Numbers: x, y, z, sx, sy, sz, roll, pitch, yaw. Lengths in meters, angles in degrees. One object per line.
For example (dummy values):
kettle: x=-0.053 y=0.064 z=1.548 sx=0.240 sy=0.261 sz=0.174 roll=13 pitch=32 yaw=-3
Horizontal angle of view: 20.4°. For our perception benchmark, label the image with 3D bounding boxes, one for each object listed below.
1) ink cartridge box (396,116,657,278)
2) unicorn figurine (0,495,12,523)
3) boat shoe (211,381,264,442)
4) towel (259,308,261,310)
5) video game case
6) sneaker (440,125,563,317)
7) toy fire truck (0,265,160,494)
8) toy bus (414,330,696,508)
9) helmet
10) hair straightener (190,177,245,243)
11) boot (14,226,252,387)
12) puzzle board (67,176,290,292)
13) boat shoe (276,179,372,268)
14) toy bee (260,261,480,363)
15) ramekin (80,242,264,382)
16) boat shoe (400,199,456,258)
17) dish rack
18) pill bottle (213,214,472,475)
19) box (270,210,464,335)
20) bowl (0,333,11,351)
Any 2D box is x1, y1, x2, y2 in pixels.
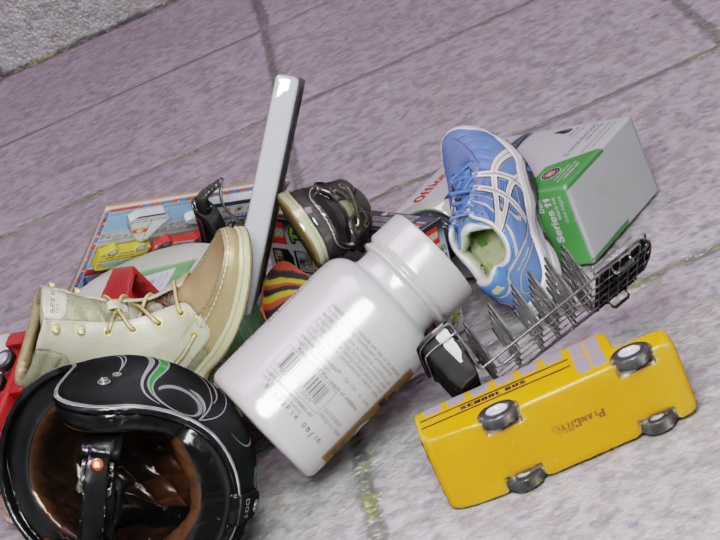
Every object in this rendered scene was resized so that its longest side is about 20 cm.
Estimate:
ink cartridge box: x=0.155 y=-0.065 z=1.876 sx=0.199 sy=0.084 sz=0.147 roll=-8 pitch=26 yaw=39
unicorn figurine: x=-0.255 y=0.171 z=1.754 sx=0.073 sy=0.138 sz=0.200 roll=10 pitch=-29 yaw=-35
boat shoe: x=-0.121 y=0.127 z=1.733 sx=0.075 sy=0.075 sz=0.202 roll=-18 pitch=17 yaw=44
towel: x=-0.106 y=0.072 z=1.911 sx=0.199 sy=0.031 sz=0.149 roll=-3 pitch=30 yaw=45
video game case: x=-0.080 y=-0.069 z=1.725 sx=0.023 sy=0.202 sz=0.182 roll=11 pitch=5 yaw=-1
sneaker: x=0.113 y=-0.052 z=1.753 sx=0.076 sy=0.077 sz=0.201 roll=-46 pitch=50 yaw=29
toy fire truck: x=-0.257 y=0.097 z=1.718 sx=0.140 sy=0.049 sz=0.201 roll=-9 pitch=49 yaw=34
toy bus: x=0.144 y=0.106 z=1.490 sx=0.199 sy=0.065 sz=0.078 roll=-24 pitch=18 yaw=3
helmet: x=-0.180 y=0.156 z=1.550 sx=0.199 sy=0.201 sz=0.191 roll=-27 pitch=12 yaw=-7
hair straightener: x=-0.118 y=-0.025 z=1.912 sx=0.077 sy=0.201 sz=0.041 roll=25 pitch=62 yaw=16
boot: x=-0.183 y=0.034 z=1.616 sx=0.201 sy=0.154 sz=0.072 roll=-61 pitch=24 yaw=30
puzzle board: x=-0.176 y=-0.028 z=1.946 sx=0.199 sy=0.017 sz=0.151 roll=-11 pitch=-28 yaw=-31
boat shoe: x=-0.023 y=-0.046 z=1.671 sx=0.066 sy=0.072 sz=0.201 roll=-30 pitch=-2 yaw=2
toy bee: x=-0.015 y=0.071 z=1.701 sx=0.199 sy=0.131 sz=0.109 roll=15 pitch=66 yaw=45
ramekin: x=-0.185 y=0.056 z=1.857 sx=0.198 sy=0.098 sz=0.200 roll=-18 pitch=21 yaw=7
boat shoe: x=0.028 y=-0.005 z=1.865 sx=0.199 sy=0.075 sz=0.062 roll=-21 pitch=29 yaw=52
dish rack: x=0.141 y=0.032 z=1.572 sx=0.199 sy=0.055 sz=0.153 roll=-37 pitch=-12 yaw=-3
pill bottle: x=-0.010 y=0.056 z=1.597 sx=0.200 sy=0.114 sz=0.114 roll=-45 pitch=23 yaw=-5
box: x=0.000 y=0.000 z=1.814 sx=0.199 sy=0.111 sz=0.035 roll=8 pitch=31 yaw=43
bowl: x=-0.400 y=0.152 z=1.983 sx=0.199 sy=0.075 sz=0.200 roll=-29 pitch=21 yaw=-11
